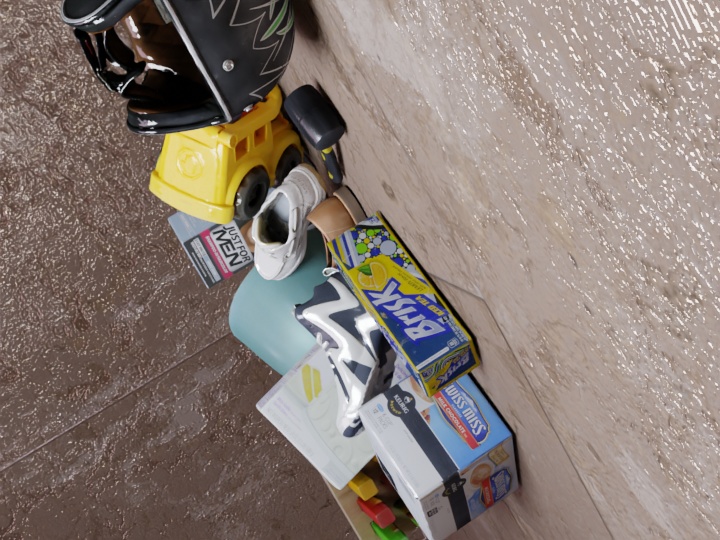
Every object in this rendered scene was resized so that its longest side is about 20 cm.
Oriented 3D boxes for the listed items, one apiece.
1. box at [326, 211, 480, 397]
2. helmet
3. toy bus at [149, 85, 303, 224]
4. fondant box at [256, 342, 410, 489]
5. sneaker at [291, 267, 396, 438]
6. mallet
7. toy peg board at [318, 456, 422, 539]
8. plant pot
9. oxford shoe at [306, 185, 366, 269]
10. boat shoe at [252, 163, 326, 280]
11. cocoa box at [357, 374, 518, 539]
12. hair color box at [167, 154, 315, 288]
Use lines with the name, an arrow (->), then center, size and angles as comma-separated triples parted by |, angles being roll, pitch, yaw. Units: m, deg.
box -> 0.045, 0.035, 1.331 | 0.200, 0.070, 0.064 | 54, 174, 34
helmet -> -0.153, -0.227, 1.137 | 0.200, 0.191, 0.200 | -9, -90, -69
toy bus -> -0.157, -0.183, 1.530 | 0.136, 0.200, 0.192 | 24, 127, 20
fondant box -> -0.010, 0.152, 1.557 | 0.144, 0.200, 0.058 | 46, 171, -7
sneaker -> -0.027, 0.087, 1.461 | 0.129, 0.199, 0.079 | 17, -166, 24
mallet -> -0.033, -0.130, 1.350 | 0.066, 0.041, 0.200 | 53, 176, 24
toy peg board -> 0.064, 0.259, 1.635 | 0.199, 0.200, 0.098 | 62, 165, -20
plant pot -> -0.050, 0.069, 1.676 | 0.161, 0.201, 0.201 | 44, 166, 29
oxford shoe -> 0.000, 0.000, 1.501 | 0.200, 0.071, 0.071 | 59, 171, -13
boat shoe -> -0.105, -0.050, 1.528 | 0.071, 0.069, 0.200 | 43, 141, 16
cocoa box -> 0.096, 0.212, 1.460 | 0.133, 0.131, 0.200 | 54, 171, 28
hair color box -> -0.145, -0.072, 1.663 | 0.061, 0.200, 0.099 | 53, 171, 42
